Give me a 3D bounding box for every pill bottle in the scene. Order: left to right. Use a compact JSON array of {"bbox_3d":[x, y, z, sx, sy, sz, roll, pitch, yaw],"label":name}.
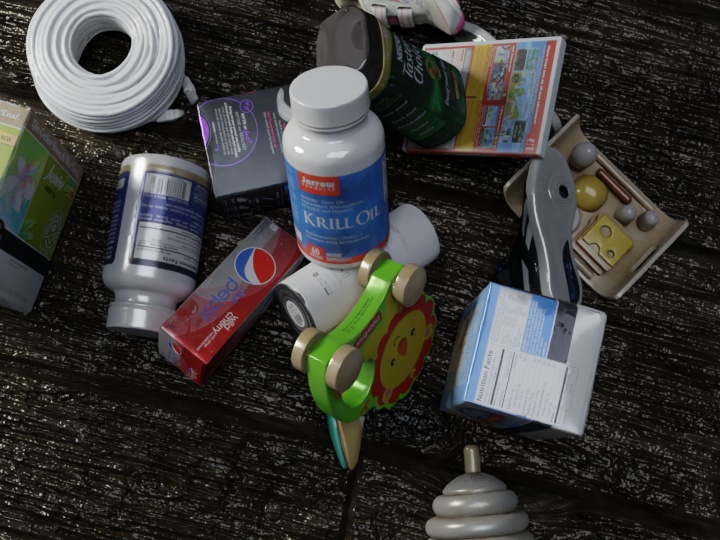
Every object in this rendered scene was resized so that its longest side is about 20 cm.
[{"bbox_3d":[-0.245,-0.026,0.999,0.109,0.111,0.204,7,78,-1],"label":"pill bottle"},{"bbox_3d":[-0.026,-0.111,0.908,0.110,0.202,0.113,-4,42,3],"label":"pill bottle"}]

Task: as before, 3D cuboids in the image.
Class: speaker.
[{"bbox_3d":[0.000,0.000,0.994,0.199,0.081,0.082,-34,81,-26],"label":"speaker"}]

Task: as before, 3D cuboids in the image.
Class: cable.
[{"bbox_3d":[-0.324,-0.274,1.069,0.197,0.069,0.203,-18,80,-6],"label":"cable"}]

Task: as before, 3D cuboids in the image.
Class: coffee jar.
[{"bbox_3d":[0.036,-0.223,0.981,0.198,0.085,0.106,16,61,-44],"label":"coffee jar"}]

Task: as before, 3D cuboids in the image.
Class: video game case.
[{"bbox_3d":[0.148,-0.213,1.037,0.198,0.017,0.146,8,84,38],"label":"video game case"}]

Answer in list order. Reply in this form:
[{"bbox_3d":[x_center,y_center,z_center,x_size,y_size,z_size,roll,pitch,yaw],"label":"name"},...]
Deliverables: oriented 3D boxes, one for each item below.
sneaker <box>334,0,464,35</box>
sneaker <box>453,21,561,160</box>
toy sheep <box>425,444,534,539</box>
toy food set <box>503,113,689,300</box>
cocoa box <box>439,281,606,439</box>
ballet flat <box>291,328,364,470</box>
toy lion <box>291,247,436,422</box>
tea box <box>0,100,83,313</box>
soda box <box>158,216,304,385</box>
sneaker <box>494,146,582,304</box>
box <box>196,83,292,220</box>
[{"bbox_3d":[0.044,-0.349,1.097,0.198,0.081,0.089,31,84,20],"label":"sneaker"},{"bbox_3d":[0.160,-0.229,1.083,0.099,0.071,0.201,-38,74,3],"label":"sneaker"},{"bbox_3d":[0.131,0.299,0.937,0.135,0.138,0.204,-8,78,-4],"label":"toy sheep"},{"bbox_3d":[0.297,-0.081,1.061,0.143,0.060,0.200,-43,83,-10],"label":"toy food set"},{"bbox_3d":[0.174,0.107,0.945,0.129,0.200,0.136,15,78,1],"label":"cocoa box"},{"bbox_3d":[-0.026,0.132,0.999,0.062,0.069,0.203,-19,80,-11],"label":"ballet flat"},{"bbox_3d":[0.020,0.090,0.944,0.068,0.193,0.200,21,55,30],"label":"toy lion"},{"bbox_3d":[-0.434,-0.077,0.956,0.131,0.200,0.200,16,78,1],"label":"tea box"},{"bbox_3d":[-0.147,0.033,0.981,0.070,0.064,0.201,36,56,5],"label":"soda box"},{"bbox_3d":[0.203,-0.040,1.021,0.072,0.111,0.204,4,78,-29],"label":"sneaker"},{"bbox_3d":[-0.090,-0.151,1.035,0.196,0.106,0.124,-12,80,-6],"label":"box"}]
